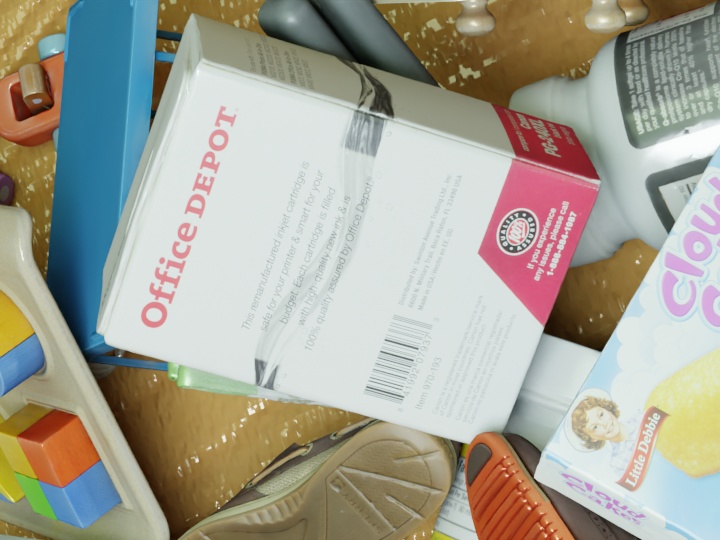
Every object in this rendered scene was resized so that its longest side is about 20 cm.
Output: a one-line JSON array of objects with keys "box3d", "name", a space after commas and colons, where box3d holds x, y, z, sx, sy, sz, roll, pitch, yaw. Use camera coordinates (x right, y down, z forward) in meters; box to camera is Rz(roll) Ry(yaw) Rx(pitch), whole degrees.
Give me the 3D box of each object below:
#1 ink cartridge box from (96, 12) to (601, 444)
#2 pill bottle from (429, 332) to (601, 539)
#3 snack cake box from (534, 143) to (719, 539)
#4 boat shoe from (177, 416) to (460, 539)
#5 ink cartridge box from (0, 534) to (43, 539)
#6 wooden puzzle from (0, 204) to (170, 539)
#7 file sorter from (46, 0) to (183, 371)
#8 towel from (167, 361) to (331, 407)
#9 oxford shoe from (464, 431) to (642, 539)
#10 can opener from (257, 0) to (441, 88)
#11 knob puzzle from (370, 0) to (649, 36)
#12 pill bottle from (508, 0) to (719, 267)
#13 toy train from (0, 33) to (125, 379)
[{"box3d": [-0.009, -0.018, 1.203, 0.199, 0.083, 0.146, 16, 111, -13], "name": "ink cartridge box"}, {"box3d": [0.091, 0.139, 1.265, 0.114, 0.114, 0.201, 19, 87, 26], "name": "pill bottle"}, {"box3d": [0.175, 0.030, 1.145, 0.115, 0.067, 0.201, 29, 78, 8], "name": "snack cake box"}, {"box3d": [-0.025, 0.122, 1.294, 0.200, 0.072, 0.072, -39, 97, 29], "name": "boat shoe"}, {"box3d": [-0.162, 0.247, 1.321, 0.144, 0.083, 0.202, 2, 104, 40], "name": "ink cartridge box"}, {"box3d": [-0.192, 0.060, 1.351, 0.185, 0.046, 0.201, 10, 125, 54], "name": "wooden puzzle"}, {"box3d": [-0.088, -0.049, 1.360, 0.139, 0.122, 0.202, 160, 115, -66], "name": "file sorter"}, {"box3d": [0.000, 0.000, 1.309, 0.031, 0.199, 0.150, 157, 119, -63], "name": "towel"}, {"box3d": [0.121, 0.151, 1.182, 0.072, 0.071, 0.201, -27, 73, -31], "name": "oxford shoe"}, {"box3d": [0.029, -0.073, 1.264, 0.066, 0.200, 0.053, 4, 52, 55], "name": "can opener"}, {"box3d": [0.086, -0.133, 1.283, 0.218, 0.219, 0.031, 0, 98, 24], "name": "knob puzzle"}, {"box3d": [0.181, -0.074, 1.265, 0.199, 0.116, 0.117, -17, 73, 21], "name": "pill bottle"}, {"box3d": [-0.200, -0.032, 1.464, 0.149, 0.056, 0.202, -14, 73, 22], "name": "toy train"}]
